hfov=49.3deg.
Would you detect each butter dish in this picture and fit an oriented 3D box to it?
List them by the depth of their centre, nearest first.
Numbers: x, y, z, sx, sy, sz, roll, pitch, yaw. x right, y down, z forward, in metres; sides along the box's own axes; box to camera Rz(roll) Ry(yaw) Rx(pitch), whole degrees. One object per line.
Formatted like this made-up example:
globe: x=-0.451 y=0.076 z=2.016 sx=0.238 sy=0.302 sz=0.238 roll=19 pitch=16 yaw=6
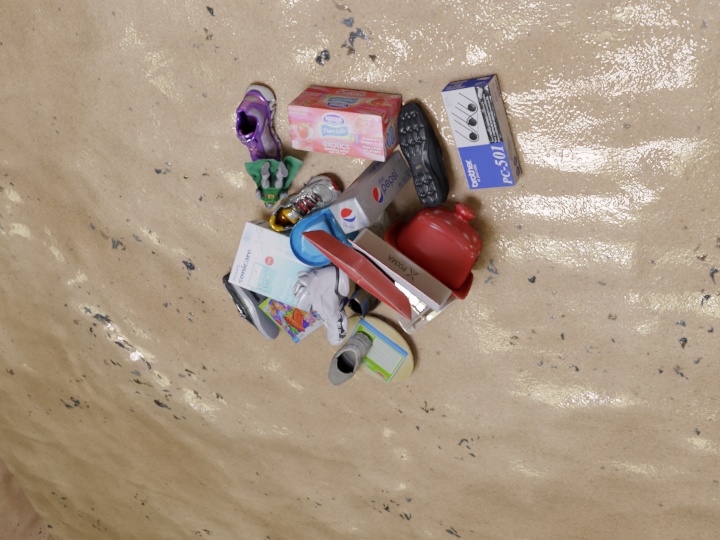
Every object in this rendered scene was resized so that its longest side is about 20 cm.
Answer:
butter dish: x=0.166 y=-0.066 z=1.528 sx=0.199 sy=0.200 sz=0.148 roll=38 pitch=110 yaw=2

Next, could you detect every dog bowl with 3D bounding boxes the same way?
dog bowl: x=-0.052 y=-0.086 z=1.646 sx=0.200 sy=0.050 sz=0.112 roll=-23 pitch=112 yaw=6

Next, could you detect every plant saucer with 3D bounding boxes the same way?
plant saucer: x=0.000 y=0.000 z=1.514 sx=0.200 sy=0.037 sz=0.200 roll=42 pitch=174 yaw=-40

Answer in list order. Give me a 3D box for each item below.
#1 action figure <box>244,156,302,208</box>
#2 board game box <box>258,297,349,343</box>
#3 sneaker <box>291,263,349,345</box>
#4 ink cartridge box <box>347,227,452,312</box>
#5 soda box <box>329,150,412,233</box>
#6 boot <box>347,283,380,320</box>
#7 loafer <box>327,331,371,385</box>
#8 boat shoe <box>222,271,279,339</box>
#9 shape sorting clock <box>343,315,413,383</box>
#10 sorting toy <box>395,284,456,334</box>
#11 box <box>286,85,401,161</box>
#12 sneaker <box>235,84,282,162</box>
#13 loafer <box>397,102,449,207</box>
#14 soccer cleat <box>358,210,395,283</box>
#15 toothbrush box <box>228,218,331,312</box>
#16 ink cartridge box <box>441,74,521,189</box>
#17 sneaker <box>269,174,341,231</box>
action figure: x=-0.189 y=-0.179 z=1.672 sx=0.118 sy=0.055 sz=0.200 roll=2 pitch=163 yaw=-8
board game box: x=-0.139 y=0.079 z=1.885 sx=0.134 sy=0.045 sz=0.200 roll=45 pitch=133 yaw=-8
sneaker: x=-0.087 y=0.076 z=1.684 sx=0.115 sy=0.075 sz=0.200 roll=-4 pitch=122 yaw=-13
ink cartridge box: x=0.074 y=-0.003 z=1.416 sx=0.200 sy=0.045 sz=0.176 roll=36 pitch=177 yaw=6
soda box: x=0.023 y=-0.152 z=1.505 sx=0.068 sy=0.200 sz=0.064 roll=-17 pitch=114 yaw=39
boot: x=-0.002 y=0.067 z=1.739 sx=0.075 sy=0.097 sz=0.200 roll=40 pitch=151 yaw=8
loafer: x=-0.038 y=0.220 z=1.873 sx=0.070 sy=0.070 sz=0.200 roll=37 pitch=136 yaw=8
boat shoe: x=-0.276 y=0.090 z=1.952 sx=0.068 sy=0.074 sz=0.200 roll=-21 pitch=111 yaw=36
shape sorting clock: x=0.040 y=0.186 z=1.869 sx=0.200 sy=0.039 sz=0.200 roll=19 pitch=131 yaw=24
sorting toy: x=0.114 y=0.016 z=1.652 sx=0.180 sy=0.107 sz=0.200 roll=53 pitch=159 yaw=7
box: x=-0.028 y=-0.283 z=1.501 sx=0.199 sy=0.103 sz=0.095 roll=12 pitch=129 yaw=23
sneaker: x=-0.218 y=-0.277 z=1.624 sx=0.080 sy=0.089 sz=0.201 roll=11 pitch=132 yaw=19
loafer: x=0.122 y=-0.220 z=1.490 sx=0.068 sy=0.070 sz=0.201 roll=-10 pitch=101 yaw=34
soccer cleat: x=0.039 y=-0.055 z=1.596 sx=0.069 sy=0.078 sz=0.200 roll=-17 pitch=114 yaw=-3
toothbrush box: x=-0.174 y=-0.014 z=1.754 sx=0.200 sy=0.085 sz=0.147 roll=22 pitch=102 yaw=8
ink cartridge box: x=0.221 y=-0.247 z=1.426 sx=0.094 sy=0.044 sz=0.200 roll=-1 pitch=124 yaw=33
sneaker: x=-0.118 y=-0.135 z=1.681 sx=0.200 sy=0.082 sz=0.078 roll=-29 pitch=106 yaw=40
